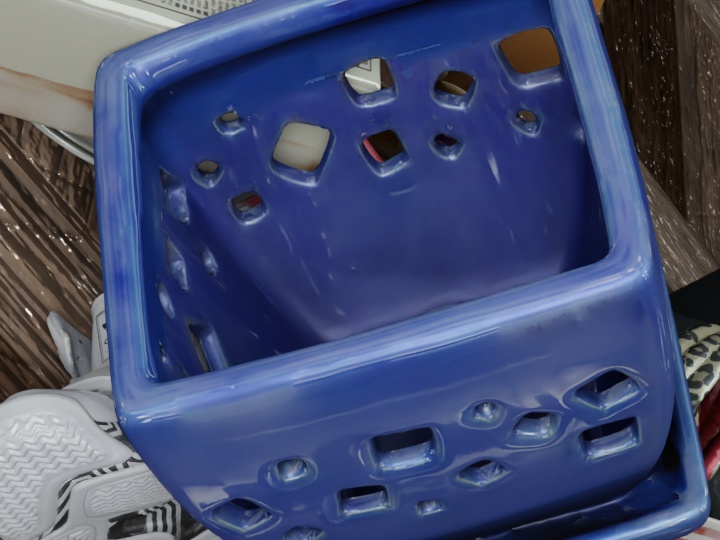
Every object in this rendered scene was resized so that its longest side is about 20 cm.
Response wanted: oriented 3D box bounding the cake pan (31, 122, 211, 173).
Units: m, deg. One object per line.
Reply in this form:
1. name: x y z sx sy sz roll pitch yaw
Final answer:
1. cake pan: -0.086 -0.129 1.297 0.199 0.037 0.201 16 54 -23

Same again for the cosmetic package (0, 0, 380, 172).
1. cosmetic package: -0.098 -0.114 1.195 0.199 0.087 0.104 17 53 -24

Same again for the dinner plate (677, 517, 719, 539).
1. dinner plate: 0.126 0.201 1.309 0.201 0.199 0.024 60 9 -6

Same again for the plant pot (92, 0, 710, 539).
1. plant pot: 0.023 0.014 1.115 0.180 0.199 0.201 63 14 -44

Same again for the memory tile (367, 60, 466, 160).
1. memory tile: 0.025 -0.051 1.451 0.017 0.153 0.201 -45 119 -26

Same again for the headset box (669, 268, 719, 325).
1. headset box: 0.277 0.109 1.882 0.200 0.092 0.175 42 30 -41

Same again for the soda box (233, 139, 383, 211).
1. soda box: 0.000 0.000 1.404 0.200 0.063 0.070 51 23 -41

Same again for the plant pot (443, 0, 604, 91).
1. plant pot: 0.022 -0.193 1.561 0.140 0.200 0.201 2 61 -47

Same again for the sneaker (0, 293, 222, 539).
1. sneaker: -0.099 0.051 1.146 0.200 0.075 0.116 31 37 -61

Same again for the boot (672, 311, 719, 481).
1. boot: 0.073 0.065 1.313 0.203 0.153 0.074 -42 140 -31

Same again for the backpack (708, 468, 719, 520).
1. backpack: 0.148 0.169 1.420 0.200 0.177 0.151 41 32 -63
